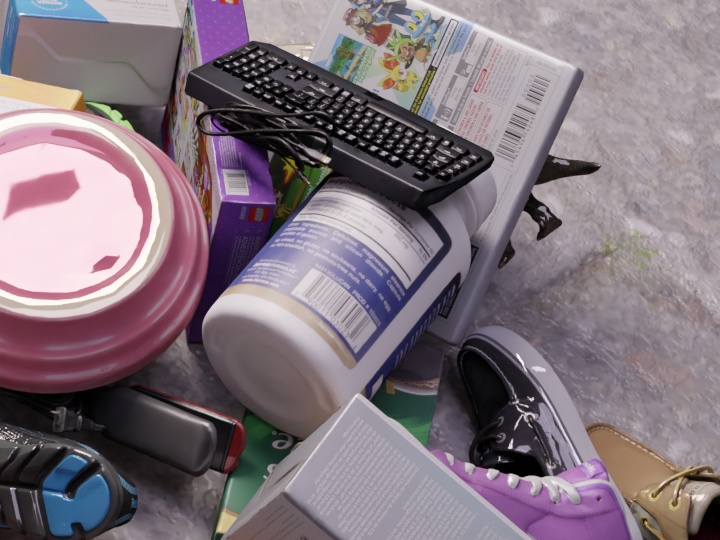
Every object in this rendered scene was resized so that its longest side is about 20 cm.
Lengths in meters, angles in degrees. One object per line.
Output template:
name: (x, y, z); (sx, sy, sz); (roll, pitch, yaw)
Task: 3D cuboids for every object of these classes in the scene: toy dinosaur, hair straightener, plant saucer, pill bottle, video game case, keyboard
toy dinosaur: (0.074, -0.054, 1.613); (0.077, 0.199, 0.103); (-47, 112, -31)
hair straightener: (-0.169, 0.075, 1.437); (0.199, 0.041, 0.077); (25, 9, 22)
plant saucer: (-0.191, -0.023, 1.446); (0.199, 0.051, 0.202); (5, 57, -7)
pill bottle: (0.000, 0.000, 1.470); (0.111, 0.111, 0.200); (33, 58, 12)
video game case: (0.029, -0.077, 1.580); (0.181, 0.201, 0.022); (25, 2, 21)
keyboard: (-0.020, -0.098, 1.461); (0.199, 0.040, 0.104); (27, 44, 29)

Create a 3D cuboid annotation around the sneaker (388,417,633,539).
sneaker: (0.085, 0.136, 1.417); (0.114, 0.073, 0.201); (-47, 106, -13)

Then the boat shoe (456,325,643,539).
boat shoe: (0.106, 0.123, 1.513); (0.066, 0.070, 0.201); (-14, 62, -30)

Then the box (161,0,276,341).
box: (-0.097, -0.072, 1.567); (0.039, 0.137, 0.201); (2, 49, -15)

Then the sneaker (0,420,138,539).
sneaker: (-0.227, 0.122, 1.405); (0.199, 0.082, 0.074); (16, 88, 15)

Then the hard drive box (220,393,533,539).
hard drive box: (0.030, 0.179, 1.330); (0.200, 0.156, 0.077); (41, 64, -3)

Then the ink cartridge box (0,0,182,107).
ink cartridge box: (-0.200, -0.198, 1.667); (0.115, 0.067, 0.201); (3, 35, -17)

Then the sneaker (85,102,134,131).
sneaker: (-0.182, -0.037, 1.551); (0.083, 0.077, 0.201); (-1, 46, -16)

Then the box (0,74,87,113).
box: (-0.266, -0.041, 1.513); (0.118, 0.042, 0.201); (13, 57, 16)

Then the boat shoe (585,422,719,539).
boat shoe: (0.215, 0.159, 1.511); (0.200, 0.067, 0.074); (40, 49, 18)

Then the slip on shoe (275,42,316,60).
slip on shoe: (-0.012, -0.129, 1.659); (0.199, 0.077, 0.061); (-8, 9, 25)

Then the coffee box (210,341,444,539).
coffee box: (-0.019, 0.116, 1.487); (0.122, 0.044, 0.201); (18, 46, -3)
